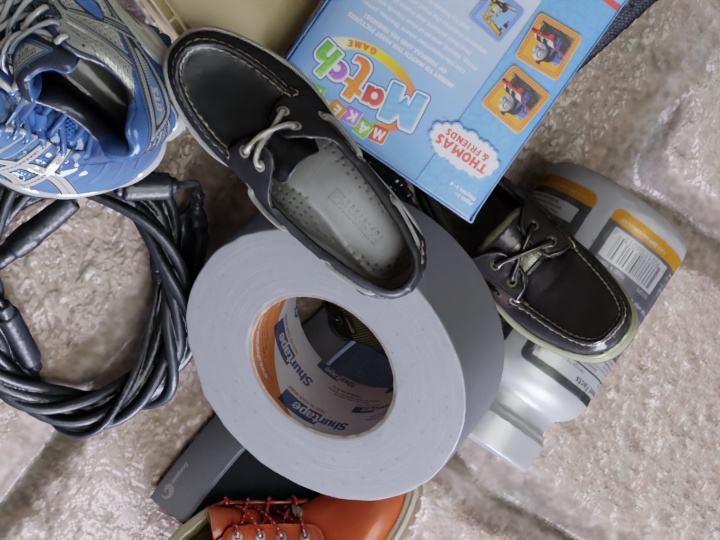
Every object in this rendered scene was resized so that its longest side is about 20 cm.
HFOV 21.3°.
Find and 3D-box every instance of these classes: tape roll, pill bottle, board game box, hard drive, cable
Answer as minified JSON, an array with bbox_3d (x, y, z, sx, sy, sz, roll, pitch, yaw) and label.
[{"bbox_3d":[-0.011,0.047,1.235,0.066,0.200,0.200,-46,139,-52],"label":"tape roll"},{"bbox_3d":[0.131,0.033,1.347,0.116,0.116,0.200,36,86,-34],"label":"pill bottle"},{"bbox_3d":[0.061,-0.153,1.146,0.151,0.037,0.200,34,97,-12],"label":"board game box"},{"bbox_3d":[-0.039,0.128,1.373,0.200,0.042,0.135,-47,124,2],"label":"hard drive"},{"bbox_3d":[-0.184,0.022,1.248,0.163,0.051,0.200,3,113,-26],"label":"cable"}]

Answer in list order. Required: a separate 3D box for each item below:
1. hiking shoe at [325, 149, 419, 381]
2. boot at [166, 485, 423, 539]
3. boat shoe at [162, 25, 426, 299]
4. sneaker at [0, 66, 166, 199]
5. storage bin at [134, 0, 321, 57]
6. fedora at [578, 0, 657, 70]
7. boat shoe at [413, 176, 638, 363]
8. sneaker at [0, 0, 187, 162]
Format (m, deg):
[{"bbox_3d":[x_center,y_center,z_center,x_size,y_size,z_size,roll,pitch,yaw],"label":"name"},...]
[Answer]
[{"bbox_3d":[0.000,0.000,1.284,0.101,0.076,0.200,-35,87,35],"label":"hiking shoe"},{"bbox_3d":[-0.053,0.186,1.328,0.200,0.075,0.107,-37,120,-2],"label":"boot"},{"bbox_3d":[-0.037,-0.061,1.107,0.074,0.060,0.200,-40,98,4],"label":"boat shoe"},{"bbox_3d":[-0.210,-0.084,1.153,0.200,0.077,0.076,6,89,-25],"label":"sneaker"},{"bbox_3d":[-0.036,-0.199,1.186,0.200,0.094,0.199,-38,125,-4],"label":"storage bin"},{"bbox_3d":[0.161,-0.207,1.257,0.201,0.201,0.092,-42,91,-2],"label":"fedora"},{"bbox_3d":[0.100,-0.013,1.273,0.073,0.200,0.065,-49,150,-2],"label":"boat shoe"},{"bbox_3d":[-0.179,-0.144,1.112,0.200,0.085,0.077,44,128,-10],"label":"sneaker"}]
